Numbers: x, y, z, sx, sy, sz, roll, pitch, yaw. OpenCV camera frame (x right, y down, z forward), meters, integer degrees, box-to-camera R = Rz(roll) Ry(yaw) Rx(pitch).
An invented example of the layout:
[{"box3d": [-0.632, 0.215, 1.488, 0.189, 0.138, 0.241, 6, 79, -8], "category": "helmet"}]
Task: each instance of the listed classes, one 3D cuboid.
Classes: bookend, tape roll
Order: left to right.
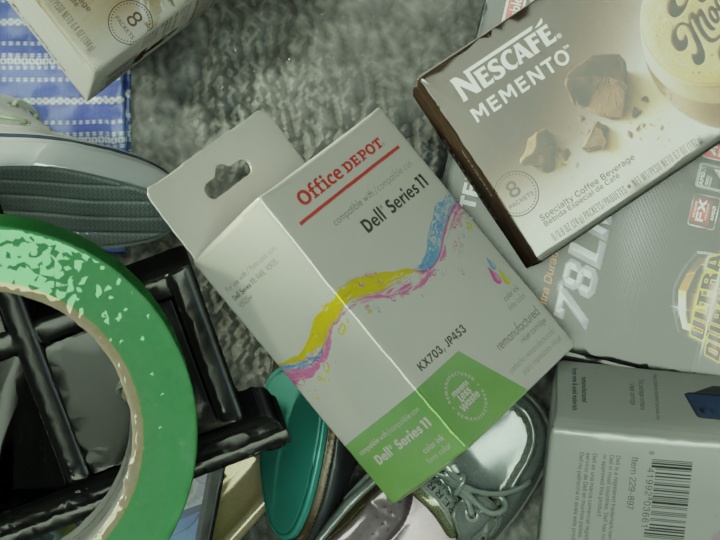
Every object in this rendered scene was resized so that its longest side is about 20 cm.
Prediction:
[{"box3d": [-0.177, 0.075, 1.293, 0.199, 0.048, 0.202, -1, 98, -6], "category": "tape roll"}, {"box3d": [-0.161, 0.021, 1.358, 0.199, 0.092, 0.200, -19, 100, -3], "category": "bookend"}]

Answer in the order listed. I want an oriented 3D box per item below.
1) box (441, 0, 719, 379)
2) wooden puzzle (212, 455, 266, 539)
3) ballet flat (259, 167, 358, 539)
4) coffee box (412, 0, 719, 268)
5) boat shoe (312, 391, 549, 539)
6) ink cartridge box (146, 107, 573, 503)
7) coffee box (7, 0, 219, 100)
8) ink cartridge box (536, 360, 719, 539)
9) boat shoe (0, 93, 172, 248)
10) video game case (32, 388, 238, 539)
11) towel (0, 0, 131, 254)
[{"box3d": [0.143, -0.046, 1.451, 0.198, 0.050, 0.201, 14, 89, 1], "category": "box"}, {"box3d": [-0.172, 0.115, 1.457, 0.200, 0.037, 0.185, 43, 91, -2], "category": "wooden puzzle"}, {"box3d": [-0.017, 0.044, 1.446, 0.073, 0.073, 0.201, -5, 83, 2], "category": "ballet flat"}, {"box3d": [0.138, -0.102, 1.389, 0.200, 0.080, 0.113, -33, 88, -1], "category": "coffee box"}, {"box3d": [0.020, 0.138, 1.441, 0.202, 0.065, 0.075, -38, 88, 1], "category": "boat shoe"}, {"box3d": [0.000, 0.000, 1.370, 0.200, 0.117, 0.067, 50, 133, 0], "category": "ink cartridge box"}, {"box3d": [-0.097, -0.198, 1.426, 0.200, 0.080, 0.114, -39, 89, -12], "category": "coffee box"}, {"box3d": [0.191, 0.135, 1.405, 0.199, 0.088, 0.146, 5, 112, 4], "category": "ink cartridge box"}, {"box3d": [-0.191, -0.064, 1.433, 0.199, 0.074, 0.067, 8, 53, -8], "category": "boat shoe"}, {"box3d": [-0.177, 0.133, 1.431, 0.199, 0.026, 0.182, 11, 94, -5], "category": "video game case"}, {"box3d": [-0.194, -0.107, 1.475, 0.144, 0.024, 0.201, 0, 89, 3], "category": "towel"}]
